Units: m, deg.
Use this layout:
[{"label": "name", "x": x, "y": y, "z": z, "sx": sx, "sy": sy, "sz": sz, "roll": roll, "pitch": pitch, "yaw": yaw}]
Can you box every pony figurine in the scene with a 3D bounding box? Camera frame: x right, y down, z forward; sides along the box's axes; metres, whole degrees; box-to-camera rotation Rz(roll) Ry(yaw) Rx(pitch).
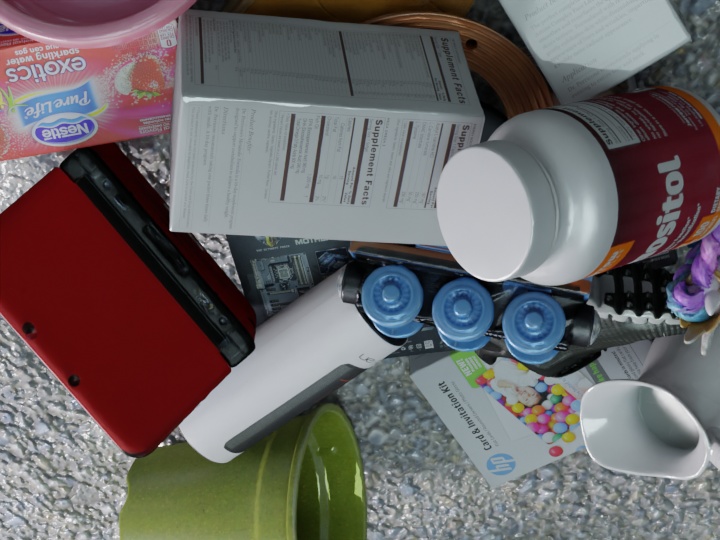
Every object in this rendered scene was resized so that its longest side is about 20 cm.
[{"label": "pony figurine", "x": 0.296, "y": -0.056, "z": 1.027, "sx": 0.166, "sy": 0.199, "sz": 0.195, "roll": 22, "pitch": 131, "yaw": 42}]

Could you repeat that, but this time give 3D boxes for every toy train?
[{"label": "toy train", "x": 0.084, "y": 0.000, "z": 1.036, "sx": 0.198, "sy": 0.087, "sz": 0.116, "roll": 11, "pitch": 81, "yaw": 9}]

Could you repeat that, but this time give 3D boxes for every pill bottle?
[{"label": "pill bottle", "x": 0.149, "y": -0.054, "z": 0.917, "sx": 0.199, "sy": 0.113, "sz": 0.114, "roll": -16, "pitch": 136, "yaw": -39}]

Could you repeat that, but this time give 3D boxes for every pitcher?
[{"label": "pitcher", "x": 0.297, "y": 0.099, "z": 1.107, "sx": 0.170, "sy": 0.199, "sz": 0.123, "roll": 19, "pitch": 123, "yaw": 37}]

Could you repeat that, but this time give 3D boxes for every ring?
[{"label": "ring", "x": 0.046, "y": -0.105, "z": 1.037, "sx": 0.198, "sy": 0.019, "sz": 0.202, "roll": 2, "pitch": 128, "yaw": 2}]

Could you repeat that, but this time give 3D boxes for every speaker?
[{"label": "speaker", "x": -0.058, "y": 0.075, "z": 1.135, "sx": 0.199, "sy": 0.082, "sz": 0.081, "roll": -35, "pitch": 117, "yaw": 23}]

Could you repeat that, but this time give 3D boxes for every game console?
[{"label": "game console", "x": -0.184, "y": 0.014, "z": 1.063, "sx": 0.118, "sy": 0.172, "sz": 0.201, "roll": -38, "pitch": 101, "yaw": 5}]

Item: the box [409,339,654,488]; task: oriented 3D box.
[{"label": "box", "x": 0.164, "y": 0.093, "z": 1.225, "sx": 0.198, "sy": 0.041, "sz": 0.156, "roll": -25, "pitch": 120, "yaw": 19}]

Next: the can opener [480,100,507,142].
[{"label": "can opener", "x": 0.019, "y": -0.131, "z": 1.065, "sx": 0.198, "sy": 0.054, "sz": 0.067, "roll": 21, "pitch": 126, "yaw": -11}]

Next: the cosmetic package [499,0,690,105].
[{"label": "cosmetic package", "x": 0.134, "y": -0.221, "z": 0.954, "sx": 0.101, "sy": 0.074, "sz": 0.201, "roll": -29, "pitch": 99, "yaw": 18}]

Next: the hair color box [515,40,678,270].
[{"label": "hair color box", "x": 0.179, "y": -0.088, "z": 1.087, "sx": 0.099, "sy": 0.061, "sz": 0.201, "roll": -14, "pitch": 123, "yaw": 12}]

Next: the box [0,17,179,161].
[{"label": "box", "x": -0.219, "y": -0.152, "z": 1.013, "sx": 0.197, "sy": 0.100, "sz": 0.096, "roll": -10, "pitch": 131, "yaw": 0}]

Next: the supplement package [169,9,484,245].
[{"label": "supplement package", "x": -0.028, "y": -0.096, "z": 0.949, "sx": 0.197, "sy": 0.114, "sz": 0.110, "roll": 3, "pitch": 129, "yaw": -10}]

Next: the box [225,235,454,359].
[{"label": "box", "x": 0.000, "y": 0.000, "z": 1.159, "sx": 0.198, "sy": 0.051, "sz": 0.159, "roll": -9, "pitch": 124, "yaw": 9}]

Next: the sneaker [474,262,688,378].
[{"label": "sneaker", "x": 0.175, "y": 0.042, "z": 1.106, "sx": 0.197, "sy": 0.067, "sz": 0.091, "roll": 0, "pitch": 129, "yaw": 10}]

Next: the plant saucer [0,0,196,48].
[{"label": "plant saucer", "x": -0.177, "y": -0.240, "z": 0.940, "sx": 0.198, "sy": 0.203, "sz": 0.051, "roll": -3, "pitch": 166, "yaw": 4}]

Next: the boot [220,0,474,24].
[{"label": "boot", "x": -0.008, "y": -0.189, "z": 1.017, "sx": 0.144, "sy": 0.071, "sz": 0.201, "roll": 38, "pitch": 114, "yaw": -22}]

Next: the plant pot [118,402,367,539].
[{"label": "plant pot", "x": -0.108, "y": 0.223, "z": 1.249, "sx": 0.182, "sy": 0.201, "sz": 0.202, "roll": -3, "pitch": 126, "yaw": 18}]
